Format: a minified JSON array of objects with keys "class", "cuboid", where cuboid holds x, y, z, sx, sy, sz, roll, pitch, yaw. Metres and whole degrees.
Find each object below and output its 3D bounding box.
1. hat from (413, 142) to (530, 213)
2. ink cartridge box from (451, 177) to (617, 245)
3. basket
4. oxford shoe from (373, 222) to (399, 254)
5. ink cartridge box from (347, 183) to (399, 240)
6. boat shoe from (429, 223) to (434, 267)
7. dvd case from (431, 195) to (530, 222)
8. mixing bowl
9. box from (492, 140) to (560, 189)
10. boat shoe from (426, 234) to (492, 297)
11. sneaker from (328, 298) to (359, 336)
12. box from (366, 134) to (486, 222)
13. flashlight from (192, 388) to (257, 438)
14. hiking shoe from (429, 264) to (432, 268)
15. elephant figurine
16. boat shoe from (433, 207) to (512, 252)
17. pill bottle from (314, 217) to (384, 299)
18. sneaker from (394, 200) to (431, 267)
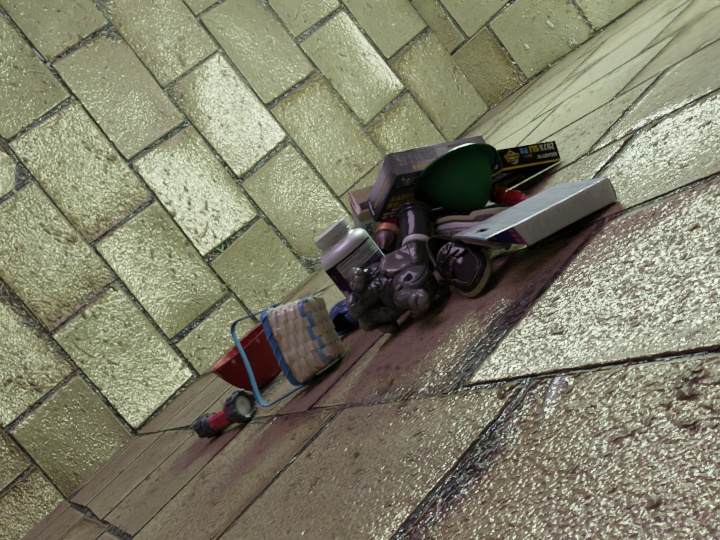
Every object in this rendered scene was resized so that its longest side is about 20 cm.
[{"class":"hat","cuboid":[0.201,-0.105,1.446,0.163,0.178,0.201,-16,-25,-16]},{"class":"ink cartridge box","cuboid":[0.249,-0.074,1.233,0.198,0.044,0.196,-28,6,-4]},{"class":"basket","cuboid":[-0.141,0.149,1.606,0.198,0.179,0.139,-24,-5,13]},{"class":"oxford shoe","cuboid":[0.047,-0.009,1.758,0.201,0.070,0.074,85,-166,-51]},{"class":"ink cartridge box","cuboid":[0.071,-0.102,1.797,0.162,0.076,0.201,-19,-38,-5]},{"class":"boat shoe","cuboid":[0.158,-0.032,1.539,0.071,0.061,0.202,-8,21,-9]},{"class":"dvd case","cuboid":[0.202,-0.118,1.588,0.197,0.016,0.148,-13,9,-20]},{"class":"mixing bowl","cuboid":[-0.249,0.215,2.007,0.199,0.109,0.200,-40,7,6]},{"class":"box","cuboid":[0.291,-0.204,1.737,0.158,0.050,0.199,-11,-9,-30]},{"class":"boat shoe","cuboid":[0.148,-0.011,1.317,0.074,0.064,0.200,-62,16,3]},{"class":"sneaker","cuboid":[0.001,0.078,1.735,0.200,0.075,0.079,-45,11,32]},{"class":"box","cuboid":[0.123,-0.167,1.534,0.197,0.049,0.159,-14,-23,-22]},{"class":"flashlight","cuboid":[-0.297,0.315,1.802,0.199,0.068,0.068,-32,13,44]},{"class":"hiking shoe","cuboid":[0.141,-0.034,1.681,0.200,0.074,0.087,-47,6,47]},{"class":"elephant figurine","cuboid":[0.082,0.029,1.396,0.199,0.140,0.158,-23,57,44]},{"class":"boat shoe","cuboid":[0.187,-0.061,1.419,0.074,0.070,0.199,-4,-2,-25]},{"class":"pill bottle","cuboid":[0.000,0.000,1.621,0.112,0.201,0.112,-38,6,5]},{"class":"sneaker","cuboid":[0.095,-0.057,1.519,0.201,0.069,0.101,103,172,-66]}]
